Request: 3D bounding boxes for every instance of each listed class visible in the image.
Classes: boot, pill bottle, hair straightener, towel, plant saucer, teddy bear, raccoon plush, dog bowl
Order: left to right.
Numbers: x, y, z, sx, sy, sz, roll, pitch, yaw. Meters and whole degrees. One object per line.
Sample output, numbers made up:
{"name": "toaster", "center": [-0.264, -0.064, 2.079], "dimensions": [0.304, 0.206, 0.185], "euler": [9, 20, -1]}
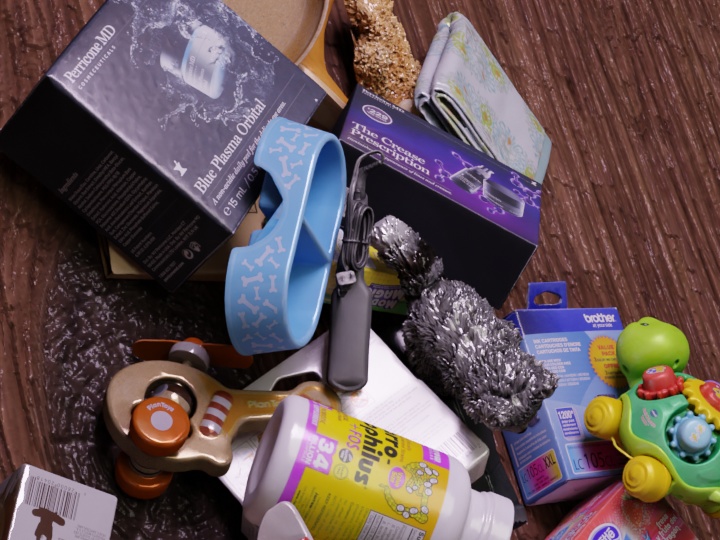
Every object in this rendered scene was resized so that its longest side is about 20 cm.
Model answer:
{"name": "plant saucer", "center": [-0.124, -0.256, 1.638], "dimensions": [0.201, 0.199, 0.035], "euler": [55, 5, 5]}
{"name": "dog bowl", "center": [-0.057, -0.026, 1.448], "dimensions": [0.049, 0.112, 0.202], "euler": [6, 68, 18]}
{"name": "boot", "center": [-0.049, -0.229, 1.714], "dimensions": [0.201, 0.071, 0.144], "euler": [39, 54, -3]}
{"name": "hair straightener", "center": [0.000, 0.000, 1.475], "dimensions": [0.040, 0.077, 0.202], "euler": [9, 88, -2]}
{"name": "pill bottle", "center": [0.015, 0.178, 1.391], "dimensions": [0.198, 0.104, 0.105], "euler": [22, 52, -10]}
{"name": "teddy bear", "center": [0.029, -0.200, 1.735], "dimensions": [0.066, 0.145, 0.202], "euler": [-13, 59, 7]}
{"name": "boot", "center": [0.051, 0.143, 1.576], "dimensions": [0.164, 0.065, 0.202], "euler": [-3, 68, -44]}
{"name": "raccoon plush", "center": [0.077, 0.056, 1.495], "dimensions": [0.200, 0.134, 0.097], "euler": [42, 88, -19]}
{"name": "towel", "center": [0.122, -0.148, 1.754], "dimensions": [0.172, 0.048, 0.201], "euler": [56, 24, -20]}

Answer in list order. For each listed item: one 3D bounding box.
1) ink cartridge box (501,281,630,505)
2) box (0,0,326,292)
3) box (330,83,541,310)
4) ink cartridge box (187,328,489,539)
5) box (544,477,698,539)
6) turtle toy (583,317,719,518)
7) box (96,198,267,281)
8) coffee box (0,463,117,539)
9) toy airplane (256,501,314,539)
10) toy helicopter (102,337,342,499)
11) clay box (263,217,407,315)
{"name": "ink cartridge box", "center": [0.194, 0.111, 1.695], "dimensions": [0.135, 0.076, 0.202], "euler": [-1, 64, -36]}
{"name": "box", "center": [-0.165, -0.129, 1.514], "dimensions": [0.200, 0.117, 0.197], "euler": [39, 48, -10]}
{"name": "box", "center": [0.059, -0.068, 1.610], "dimensions": [0.199, 0.079, 0.141], "euler": [28, 24, -7]}
{"name": "ink cartridge box", "center": [-0.022, 0.154, 1.496], "dimensions": [0.199, 0.045, 0.176], "euler": [-34, 65, -26]}
{"name": "box", "center": [0.200, 0.278, 1.582], "dimensions": [0.095, 0.103, 0.200], "euler": [50, 48, 1]}
{"name": "turtle toy", "center": [0.282, 0.130, 1.612], "dimensions": [0.145, 0.101, 0.201], "euler": [17, 31, -39]}
{"name": "box", "center": [-0.148, -0.067, 1.586], "dimensions": [0.198, 0.021, 0.165], "euler": [2, 64, -36]}
{"name": "coffee box", "center": [-0.246, 0.256, 1.264], "dimensions": [0.079, 0.114, 0.202], "euler": [24, 54, -23]}
{"name": "toy airplane", "center": [-0.112, 0.247, 1.314], "dimensions": [0.141, 0.201, 0.199], "euler": [37, 49, 18]}
{"name": "toy helicopter", "center": [-0.112, 0.107, 1.457], "dimensions": [0.198, 0.079, 0.133], "euler": [1, 51, -21]}
{"name": "clay box", "center": [0.022, -0.012, 1.612], "dimensions": [0.198, 0.048, 0.115], "euler": [11, 34, -37]}
